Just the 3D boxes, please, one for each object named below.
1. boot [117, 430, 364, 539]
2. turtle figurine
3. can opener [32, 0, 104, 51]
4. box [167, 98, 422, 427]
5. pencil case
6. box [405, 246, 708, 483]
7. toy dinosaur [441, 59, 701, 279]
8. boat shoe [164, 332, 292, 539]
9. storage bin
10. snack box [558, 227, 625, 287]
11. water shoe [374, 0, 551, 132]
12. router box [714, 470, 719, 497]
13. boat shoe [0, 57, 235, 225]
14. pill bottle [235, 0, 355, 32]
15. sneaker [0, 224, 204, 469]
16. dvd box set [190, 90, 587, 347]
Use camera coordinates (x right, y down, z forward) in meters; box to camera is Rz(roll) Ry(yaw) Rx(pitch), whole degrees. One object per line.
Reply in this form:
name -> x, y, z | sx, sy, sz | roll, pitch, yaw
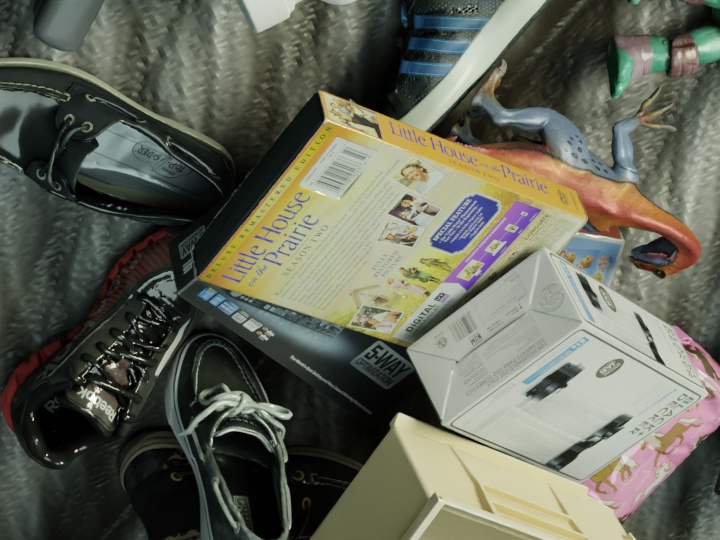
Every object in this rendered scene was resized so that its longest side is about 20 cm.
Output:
boot -> -0.063, 0.180, 1.415 | 0.198, 0.151, 0.074 | 15, 114, -18
turtle figurine -> 0.263, -0.154, 1.335 | 0.198, 0.101, 0.151 | 3, 102, -4
can opener -> -0.127, -0.217, 1.254 | 0.066, 0.053, 0.201 | 24, 111, -20
box -> 0.000, 0.000, 1.343 | 0.157, 0.050, 0.200 | -36, 132, 18
pencil case -> 0.177, 0.127, 1.475 | 0.200, 0.083, 0.086 | -46, 160, 13
box -> 0.131, 0.066, 1.348 | 0.116, 0.060, 0.200 | -37, 149, 16
toy dinosaur -> 0.136, -0.044, 1.342 | 0.181, 0.200, 0.105 | 38, 129, 1
boat shoe -> -0.082, 0.109, 1.345 | 0.073, 0.200, 0.068 | 7, 136, -16
storage bin -> 0.054, 0.219, 1.331 | 0.198, 0.094, 0.201 | 23, 112, -32
snack box -> 0.077, -0.009, 1.416 | 0.198, 0.024, 0.072 | 9, 116, -15
water shoe -> 0.053, -0.154, 1.325 | 0.079, 0.072, 0.200 | 43, 105, 1
router box -> 0.343, 0.072, 1.461 | 0.156, 0.052, 0.201 | -7, 121, -36
boat shoe -> -0.169, -0.073, 1.312 | 0.198, 0.066, 0.075 | 25, 110, -21
pill bottle -> 0.004, -0.228, 1.230 | 0.199, 0.116, 0.116 | -27, 119, -2
sneaker -> -0.157, 0.055, 1.363 | 0.071, 0.098, 0.200 | 40, 103, -24
dvd box set -> 0.018, -0.022, 1.265 | 0.199, 0.030, 0.146 | 18, 129, -31
